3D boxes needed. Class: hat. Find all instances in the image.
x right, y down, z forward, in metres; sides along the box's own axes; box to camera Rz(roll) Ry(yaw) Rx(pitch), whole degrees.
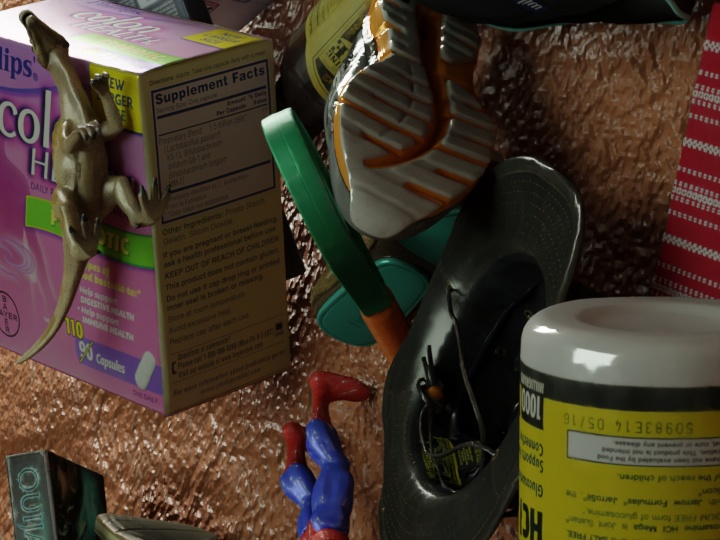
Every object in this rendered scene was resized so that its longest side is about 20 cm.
[{"bbox_3d":[0.079,0.054,1.128,0.201,0.081,0.201,-163,90,-72],"label":"hat"}]

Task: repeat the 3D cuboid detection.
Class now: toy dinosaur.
[{"bbox_3d":[-0.148,-0.039,1.327,0.101,0.058,0.201,25,118,59],"label":"toy dinosaur"}]

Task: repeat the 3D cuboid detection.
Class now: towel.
[{"bbox_3d":[0.179,-0.013,1.042,0.144,0.022,0.201,22,102,58],"label":"towel"}]

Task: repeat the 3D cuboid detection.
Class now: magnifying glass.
[{"bbox_3d":[0.000,0.000,1.206,0.022,0.200,0.080,-25,42,2],"label":"magnifying glass"}]

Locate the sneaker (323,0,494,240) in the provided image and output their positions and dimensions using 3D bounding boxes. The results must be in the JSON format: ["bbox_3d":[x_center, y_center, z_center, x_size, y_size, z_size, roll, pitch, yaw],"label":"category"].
[{"bbox_3d":[0.016,-0.065,1.194,0.077,0.078,0.200,-56,10,30],"label":"sneaker"}]

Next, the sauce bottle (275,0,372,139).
[{"bbox_3d":[0.000,-0.124,1.346,0.200,0.066,0.066,-46,44,48],"label":"sauce bottle"}]

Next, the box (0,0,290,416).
[{"bbox_3d":[-0.136,-0.042,1.416,0.176,0.096,0.201,18,118,44],"label":"box"}]

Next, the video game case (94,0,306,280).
[{"bbox_3d":[-0.113,-0.076,1.468,0.143,0.019,0.201,-19,93,51],"label":"video game case"}]

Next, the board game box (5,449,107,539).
[{"bbox_3d":[-0.170,0.213,1.460,0.135,0.028,0.201,54,-153,-77],"label":"board game box"}]

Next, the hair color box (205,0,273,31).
[{"bbox_3d":[-0.067,-0.216,1.451,0.200,0.099,0.061,-34,53,51],"label":"hair color box"}]

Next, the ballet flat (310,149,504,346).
[{"bbox_3d":[0.041,-0.024,1.256,0.200,0.068,0.073,-37,31,55],"label":"ballet flat"}]

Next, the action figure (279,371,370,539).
[{"bbox_3d":[0.006,0.140,1.264,0.200,0.099,0.065,-85,18,-58],"label":"action figure"}]

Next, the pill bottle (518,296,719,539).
[{"bbox_3d":[0.119,0.117,0.996,0.112,0.112,0.201,15,107,60],"label":"pill bottle"}]

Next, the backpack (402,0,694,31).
[{"bbox_3d":[0.065,-0.195,1.148,0.200,0.175,0.154,-12,54,59],"label":"backpack"}]

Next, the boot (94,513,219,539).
[{"bbox_3d":[-0.115,0.231,1.427,0.200,0.072,0.155,23,105,62],"label":"boot"}]
